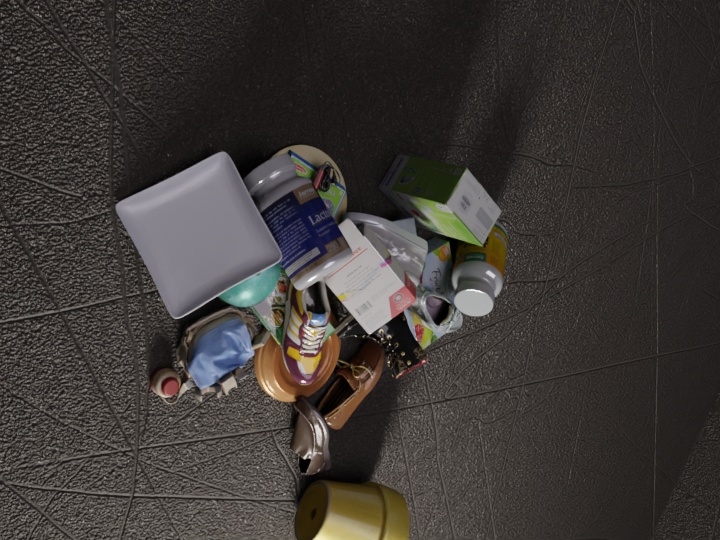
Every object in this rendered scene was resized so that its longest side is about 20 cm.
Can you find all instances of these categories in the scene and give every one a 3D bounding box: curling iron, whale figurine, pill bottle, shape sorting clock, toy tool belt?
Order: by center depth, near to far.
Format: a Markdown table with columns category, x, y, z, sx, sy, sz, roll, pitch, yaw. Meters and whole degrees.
| category | x | y | z | sx | sy | sz | roll | pitch | yaw |
| --- | --- | --- | --- | --- | --- | --- | --- | --- | --- |
| pill bottle | -0.107 | -0.081 | 1.181 | 0.115 | 0.115 | 0.203 | -31 | 89 | -28 |
| whale figurine | -0.217 | -0.025 | 1.182 | 0.200 | 0.103 | 0.161 | 42 | 73 | -28 |
| toy tool belt | -0.251 | 0.152 | 1.201 | 0.199 | 0.122 | 0.127 | -41 | 126 | -22 |
| curling iron | -0.091 | -0.098 | 1.266 | 0.049 | 0.025 | 0.203 | 29 | 84 | -32 |
| shape sorting clock | -0.108 | -0.123 | 1.289 | 0.196 | 0.039 | 0.205 | -9 | 105 | -33 |
| pill bottle | 0.254 | -0.006 | 1.531 | 0.114 | 0.110 | 0.203 | 56 | 37 | -36 |

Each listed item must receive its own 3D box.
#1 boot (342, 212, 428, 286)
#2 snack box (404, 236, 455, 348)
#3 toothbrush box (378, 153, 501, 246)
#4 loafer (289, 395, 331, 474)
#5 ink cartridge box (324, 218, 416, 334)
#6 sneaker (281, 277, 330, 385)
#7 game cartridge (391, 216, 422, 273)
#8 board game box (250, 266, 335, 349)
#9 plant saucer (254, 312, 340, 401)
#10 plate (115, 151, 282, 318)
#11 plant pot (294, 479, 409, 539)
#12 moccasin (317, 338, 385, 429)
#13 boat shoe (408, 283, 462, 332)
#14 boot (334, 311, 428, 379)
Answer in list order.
| category | x | y | z | sx | sy | sz | roll | pitch | yaw |
| --- | --- | --- | --- | --- | --- | --- | --- | --- | --- |
| boot | 0.044 | -0.035 | 1.351 | 0.197 | 0.073 | 0.098 | 21 | 73 | -28 |
| snack box | 0.144 | 0.051 | 1.549 | 0.141 | 0.052 | 0.204 | -31 | 121 | -30 |
| toothbrush box | 0.154 | -0.140 | 1.399 | 0.145 | 0.198 | 0.087 | 41 | 79 | -40 |
| loafer | -0.103 | 0.336 | 1.407 | 0.070 | 0.073 | 0.204 | -27 | 128 | -25 |
| ink cartridge box | 0.000 | 0.000 | 1.303 | 0.115 | 0.068 | 0.201 | -34 | 108 | 16 |
| sneaker | -0.093 | 0.104 | 1.266 | 0.073 | 0.090 | 0.206 | -4 | 92 | -28 |
| game cartridge | 0.033 | -0.024 | 1.408 | 0.196 | 0.041 | 0.137 | -13 | 91 | -29 |
| board game box | -0.136 | 0.067 | 1.305 | 0.105 | 0.023 | 0.202 | -42 | 111 | -24 |
| plant saucer | -0.112 | 0.160 | 1.379 | 0.197 | 0.037 | 0.205 | -14 | 113 | -36 |
| plate | -0.252 | -0.057 | 1.126 | 0.197 | 0.032 | 0.202 | -29 | 87 | -16 |
| plant pot | -0.029 | 0.526 | 1.478 | 0.187 | 0.200 | 0.204 | 28 | 86 | -25 |
| moccasin | -0.021 | 0.224 | 1.459 | 0.202 | 0.073 | 0.078 | -50 | 138 | -4 |
| boat shoe | 0.161 | 0.084 | 1.493 | 0.201 | 0.064 | 0.075 | 39 | 80 | -46 |
| boot | 0.046 | 0.140 | 1.419 | 0.198 | 0.073 | 0.153 | -14 | 69 | -53 |
